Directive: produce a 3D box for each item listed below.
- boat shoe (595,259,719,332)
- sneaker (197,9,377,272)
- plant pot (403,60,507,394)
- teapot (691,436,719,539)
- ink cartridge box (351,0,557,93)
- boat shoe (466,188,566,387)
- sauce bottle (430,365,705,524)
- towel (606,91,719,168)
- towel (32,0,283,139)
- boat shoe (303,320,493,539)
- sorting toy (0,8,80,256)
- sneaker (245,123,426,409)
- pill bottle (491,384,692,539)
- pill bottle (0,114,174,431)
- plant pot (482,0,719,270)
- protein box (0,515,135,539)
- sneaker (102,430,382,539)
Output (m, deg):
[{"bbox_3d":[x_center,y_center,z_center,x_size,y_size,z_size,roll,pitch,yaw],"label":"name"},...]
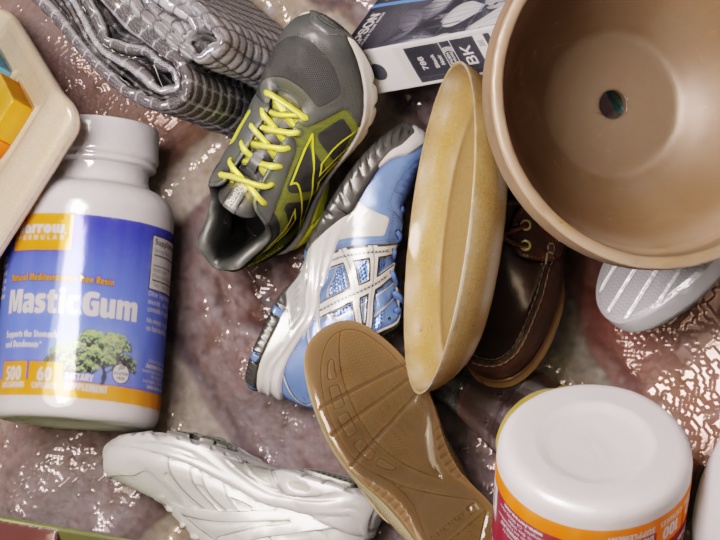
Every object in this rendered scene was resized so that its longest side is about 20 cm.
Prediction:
[{"bbox_3d":[0.230,-0.034,1.508,0.200,0.071,0.072,-48,50,3],"label":"boat shoe"},{"bbox_3d":[-0.049,-0.072,1.560,0.074,0.085,0.201,32,133,17],"label":"sneaker"},{"bbox_3d":[0.058,-0.024,1.472,0.027,0.200,0.201,6,82,-8],"label":"plant pot"},{"bbox_3d":[0.274,0.126,1.427,0.199,0.198,0.146,-17,36,-5],"label":"teapot"},{"bbox_3d":[0.057,-0.159,1.547,0.199,0.039,0.100,-8,36,41],"label":"ink cartridge box"},{"bbox_3d":[0.095,-0.030,1.532,0.070,0.070,0.201,4,67,19],"label":"boat shoe"},{"bbox_3d":[0.117,0.102,1.531,0.199,0.066,0.066,26,90,23],"label":"sauce bottle"},{"bbox_3d":[0.238,-0.149,1.484,0.199,0.022,0.147,-32,69,13],"label":"towel"},{"bbox_3d":[-0.142,-0.167,1.618,0.200,0.165,0.086,40,101,21],"label":"towel"},{"bbox_3d":[0.027,0.125,1.542,0.071,0.065,0.201,-30,82,-12],"label":"boat shoe"},{"bbox_3d":[-0.271,-0.072,1.656,0.186,0.036,0.200,-56,33,10],"label":"sorting toy"},{"bbox_3d":[0.000,0.000,1.595,0.077,0.076,0.201,26,93,4],"label":"sneaker"},{"bbox_3d":[0.132,0.175,1.441,0.112,0.201,0.113,0,39,0],"label":"pill bottle"},{"bbox_3d":[-0.182,0.002,1.629,0.111,0.112,0.201,0,81,20],"label":"pill bottle"},{"bbox_3d":[0.159,-0.100,1.420,0.200,0.093,0.202,0,90,-14],"label":"plant pot"},{"bbox_3d":[-0.249,0.223,1.568,0.199,0.198,0.136,7,83,21],"label":"protein box"},{"bbox_3d":[-0.085,0.163,1.588,0.199,0.078,0.100,15,89,22],"label":"sneaker"}]
